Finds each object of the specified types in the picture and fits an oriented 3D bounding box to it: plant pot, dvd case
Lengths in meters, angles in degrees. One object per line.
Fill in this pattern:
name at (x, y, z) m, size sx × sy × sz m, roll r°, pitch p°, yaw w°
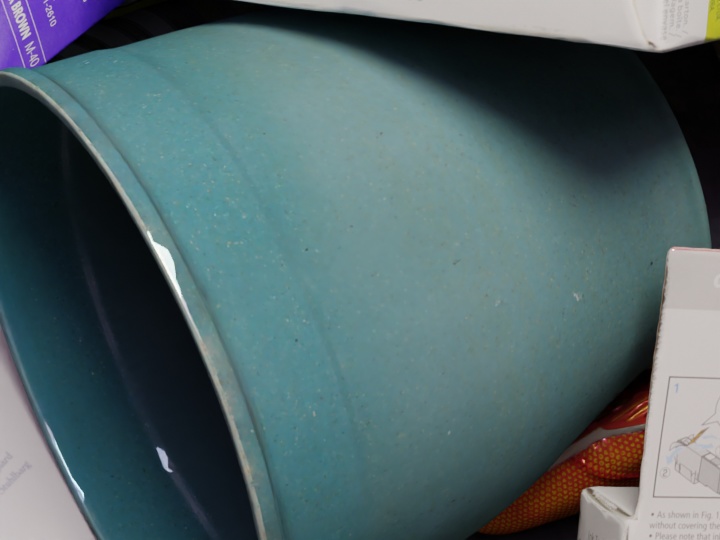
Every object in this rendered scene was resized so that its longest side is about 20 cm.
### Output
plant pot at (0.000, 0.000, 0.692) m, size 0.188 × 0.200 × 0.200 m, roll -24°, pitch 68°, yaw -23°
dvd case at (-0.123, 0.036, 0.772) m, size 0.200 × 0.018 × 0.143 m, roll 37°, pitch 66°, yaw 13°

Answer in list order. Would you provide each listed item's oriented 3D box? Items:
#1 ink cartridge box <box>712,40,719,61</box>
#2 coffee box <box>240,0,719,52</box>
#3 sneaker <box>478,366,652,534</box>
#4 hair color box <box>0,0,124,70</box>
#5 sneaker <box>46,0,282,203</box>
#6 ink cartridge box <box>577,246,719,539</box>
ink cartridge box at (0.215, -0.131, 0.820) m, size 0.145 × 0.145 × 0.200 m, roll -13°, pitch 65°, yaw -12°
coffee box at (0.060, -0.185, 0.663) m, size 0.200 × 0.200 × 0.198 m, roll 13°, pitch 19°, yaw 34°
sneaker at (0.129, 0.054, 0.761) m, size 0.200 × 0.073 × 0.077 m, roll -23°, pitch 103°, yaw -3°
hair color box at (-0.099, -0.150, 0.745) m, size 0.109 × 0.065 × 0.200 m, roll 24°, pitch 55°, yaw 35°
sneaker at (-0.079, -0.061, 0.770) m, size 0.200 × 0.074 × 0.081 m, roll -8°, pitch 44°, yaw -4°
ink cartridge box at (0.170, 0.081, 0.696) m, size 0.200 × 0.045 × 0.176 m, roll 3°, pitch 97°, yaw -17°
